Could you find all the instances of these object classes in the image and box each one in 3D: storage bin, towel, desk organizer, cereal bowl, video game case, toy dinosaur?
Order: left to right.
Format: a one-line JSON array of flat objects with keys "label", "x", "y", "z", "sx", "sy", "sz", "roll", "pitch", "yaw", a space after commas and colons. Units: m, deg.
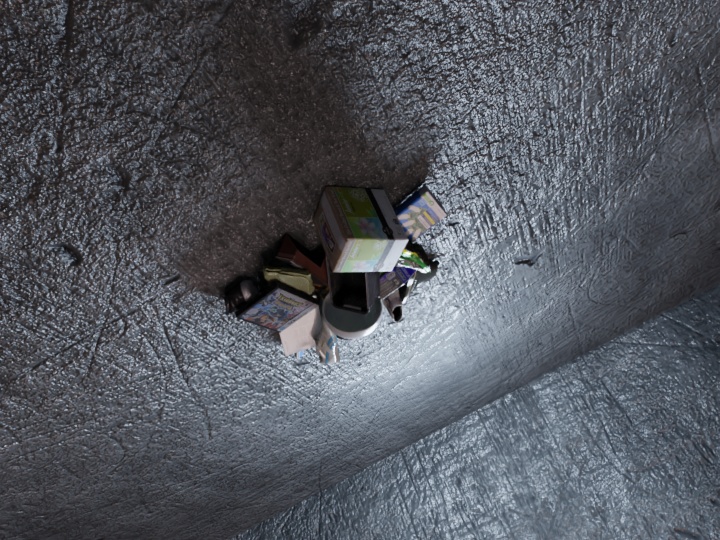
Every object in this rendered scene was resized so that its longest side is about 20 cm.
[{"label": "video game case", "x": -0.251, "y": 0.117, "z": 1.674, "sx": 0.179, "sy": 0.026, "sz": 0.199, "roll": -34, "pitch": 145, "yaw": 21}, {"label": "towel", "x": -0.214, "y": 0.033, "z": 1.634, "sx": 0.145, "sy": 0.037, "sz": 0.200, "roll": 8, "pitch": 164, "yaw": 0}, {"label": "desk organizer", "x": -0.156, "y": -0.029, "z": 1.620, "sx": 0.071, "sy": 0.078, "sz": 0.200, "roll": 10, "pitch": 162, "yaw": 34}, {"label": "toy dinosaur", "x": -0.096, "y": 0.040, "z": 1.780, "sx": 0.198, "sy": 0.061, "sz": 0.106, "roll": 14, "pitch": 129, "yaw": -42}, {"label": "cereal bowl", "x": -0.023, "y": 0.138, "z": 1.750, "sx": 0.196, "sy": 0.202, "sz": 0.084, "roll": -17, "pitch": 139, "yaw": -10}, {"label": "storage bin", "x": -0.020, "y": 0.015, "z": 1.650, "sx": 0.094, "sy": 0.133, "sz": 0.204, "roll": -48, "pitch": 142, "yaw": -50}]

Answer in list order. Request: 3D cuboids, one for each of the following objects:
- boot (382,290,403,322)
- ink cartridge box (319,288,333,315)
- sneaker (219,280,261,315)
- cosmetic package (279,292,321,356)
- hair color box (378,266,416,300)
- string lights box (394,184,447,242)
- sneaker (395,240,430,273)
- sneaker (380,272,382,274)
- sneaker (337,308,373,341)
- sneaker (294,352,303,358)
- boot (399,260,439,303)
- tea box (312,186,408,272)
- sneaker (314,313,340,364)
[{"label": "boot", "x": 0.104, "y": 0.118, "z": 1.924, "sx": 0.069, "sy": 0.148, "sz": 0.202, "roll": -20, "pitch": 145, "yaw": -8}, {"label": "ink cartridge box", "x": -0.040, "y": 0.124, "z": 1.899, "sx": 0.196, "sy": 0.089, "sz": 0.147, "roll": -10, "pitch": 143, "yaw": -17}, {"label": "sneaker", "x": -0.361, "y": 0.106, "z": 1.702, "sx": 0.112, "sy": 0.077, "sz": 0.201, "roll": -19, "pitch": 146, "yaw": 5}, {"label": "cosmetic package", "x": -0.206, "y": 0.175, "z": 1.837, "sx": 0.148, "sy": 0.052, "sz": 0.203, "roll": -17, "pitch": 121, "yaw": -13}, {"label": "hair color box", "x": 0.119, "y": 0.012, "z": 1.769, "sx": 0.109, "sy": 0.065, "sz": 0.200, "roll": -36, "pitch": -177, "yaw": 30}, {"label": "string lights box", "x": 0.151, "y": -0.152, "z": 1.649, "sx": 0.199, "sy": 0.059, "sz": 0.103, "roll": -39, "pitch": 113, "yaw": 18}, {"label": "sneaker", "x": 0.140, "y": -0.043, "z": 1.644, "sx": 0.085, "sy": 0.079, "sz": 0.199, "roll": -36, "pitch": 133, "yaw": 27}, {"label": "sneaker", "x": 0.064, "y": -0.044, "z": 1.750, "sx": 0.199, "sy": 0.077, "sz": 0.085, "roll": -37, "pitch": 108, "yaw": -12}, {"label": "sneaker", "x": -0.020, "y": 0.176, "z": 1.844, "sx": 0.089, "sy": 0.067, "sz": 0.200, "roll": 5, "pitch": 139, "yaw": -39}, {"label": "sneaker", "x": -0.196, "y": 0.248, "z": 1.973, "sx": 0.087, "sy": 0.079, "sz": 0.202, "roll": -4, "pitch": 140, "yaw": -23}, {"label": "boot", "x": 0.202, "y": 0.050, "z": 1.964, "sx": 0.136, "sy": 0.078, "sz": 0.202, "roll": -10, "pitch": 144, "yaw": -27}, {"label": "tea box", "x": -0.004, "y": -0.113, "z": 1.514, "sx": 0.193, "sy": 0.202, "sz": 0.135, "roll": -2, "pitch": 140, "yaw": -29}, {"label": "sneaker", "x": -0.115, "y": 0.233, "z": 1.826, "sx": 0.079, "sy": 0.077, "sz": 0.203, "roll": -9, "pitch": 120, "yaw": -3}]
